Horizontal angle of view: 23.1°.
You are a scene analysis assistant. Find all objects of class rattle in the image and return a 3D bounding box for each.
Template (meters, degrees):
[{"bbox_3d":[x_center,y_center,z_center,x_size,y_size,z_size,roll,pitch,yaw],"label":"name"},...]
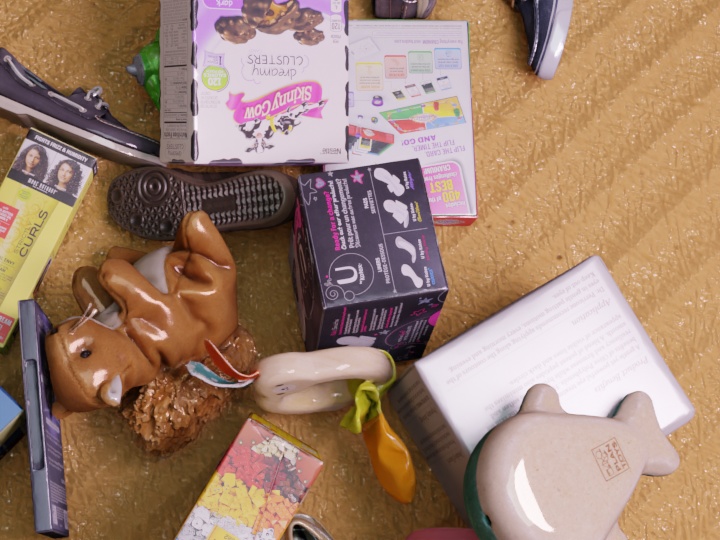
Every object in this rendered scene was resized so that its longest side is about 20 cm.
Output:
[{"bbox_3d":[-0.054,0.135,1.552,0.200,0.130,0.143,7,80,-50],"label":"rattle"}]

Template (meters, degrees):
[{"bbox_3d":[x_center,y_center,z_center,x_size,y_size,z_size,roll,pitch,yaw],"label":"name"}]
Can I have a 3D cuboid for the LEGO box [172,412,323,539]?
[{"bbox_3d":[-0.103,0.208,1.540,0.077,0.200,0.149,31,85,-1],"label":"LEGO box"}]

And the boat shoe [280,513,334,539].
[{"bbox_3d":[-0.010,0.309,1.605,0.072,0.076,0.200,-41,87,-13],"label":"boat shoe"}]

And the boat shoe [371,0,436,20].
[{"bbox_3d":[0.021,-0.342,1.736,0.073,0.075,0.201,-12,80,-10],"label":"boat shoe"}]

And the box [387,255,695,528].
[{"bbox_3d":[0.158,0.121,1.600,0.199,0.200,0.172,-30,83,-11],"label":"box"}]

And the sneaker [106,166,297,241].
[{"bbox_3d":[-0.141,-0.060,1.655,0.199,0.075,0.071,2,88,25],"label":"sneaker"}]

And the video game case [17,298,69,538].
[{"bbox_3d":[-0.282,0.136,1.569,0.019,0.143,0.201,-6,80,-5],"label":"video game case"}]

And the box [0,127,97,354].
[{"bbox_3d":[-0.320,-0.027,1.643,0.075,0.050,0.200,26,77,-3],"label":"box"}]

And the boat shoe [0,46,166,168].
[{"bbox_3d":[-0.269,-0.153,1.664,0.200,0.073,0.063,22,80,2],"label":"boat shoe"}]

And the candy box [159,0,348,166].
[{"bbox_3d":[-0.096,-0.196,1.614,0.167,0.071,0.201,-3,95,-34],"label":"candy box"}]

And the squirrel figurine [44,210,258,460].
[{"bbox_3d":[-0.190,0.079,1.578,0.200,0.141,0.187,60,43,-21],"label":"squirrel figurine"}]

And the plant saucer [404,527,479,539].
[{"bbox_3d":[0.114,0.270,1.567,0.200,0.201,0.051,11,71,-5],"label":"plant saucer"}]

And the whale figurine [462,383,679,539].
[{"bbox_3d":[0.170,0.170,1.456,0.200,0.104,0.159,-24,85,-34],"label":"whale figurine"}]

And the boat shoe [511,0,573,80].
[{"bbox_3d":[0.163,-0.287,1.750,0.091,0.071,0.201,9,71,-4],"label":"boat shoe"}]

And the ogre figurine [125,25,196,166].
[{"bbox_3d":[-0.137,-0.210,1.680,0.120,0.098,0.200,38,88,-11],"label":"ogre figurine"}]

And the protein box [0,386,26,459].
[{"bbox_3d":[-0.432,0.135,1.554,0.199,0.135,0.200,44,77,3],"label":"protein box"}]

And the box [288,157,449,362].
[{"bbox_3d":[0.000,0.000,1.595,0.114,0.200,0.133,-9,71,-9],"label":"box"}]

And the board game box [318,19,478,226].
[{"bbox_3d":[0.033,-0.144,1.716,0.153,0.040,0.201,0,79,-7],"label":"board game box"}]
